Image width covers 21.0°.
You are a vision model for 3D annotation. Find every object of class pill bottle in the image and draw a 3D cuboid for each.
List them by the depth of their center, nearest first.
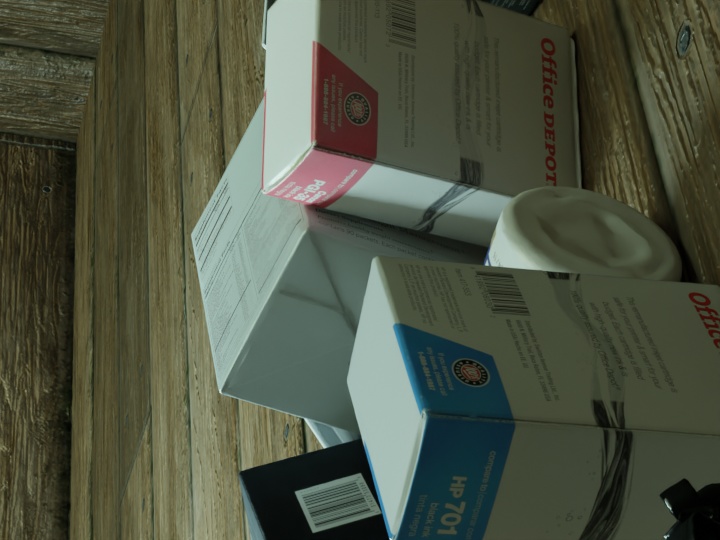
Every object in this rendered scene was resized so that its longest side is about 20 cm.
[{"bbox_3d":[0.109,0.061,1.151,0.111,0.110,0.201,-105,26,-54],"label":"pill bottle"}]

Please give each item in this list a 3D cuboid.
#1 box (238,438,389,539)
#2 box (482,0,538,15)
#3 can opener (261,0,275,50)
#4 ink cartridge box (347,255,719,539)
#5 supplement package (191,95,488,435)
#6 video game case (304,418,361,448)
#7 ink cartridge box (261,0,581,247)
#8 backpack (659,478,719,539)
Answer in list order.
[{"bbox_3d":[0.004,0.248,1.333,0.200,0.123,0.199,-126,23,-69],"label":"box"},{"bbox_3d":[0.098,-0.285,1.399,0.200,0.085,0.165,124,150,-60],"label":"box"},{"bbox_3d":[-0.082,-0.321,2.156,0.067,0.053,0.202,133,142,-64],"label":"can opener"},{"bbox_3d":[0.105,0.069,0.992,0.147,0.198,0.087,-107,27,-57],"label":"ink cartridge box"},{"bbox_3d":[0.000,0.000,1.390,0.148,0.190,0.201,-60,25,26],"label":"supplement package"},{"bbox_3d":[-0.018,0.102,1.517,0.183,0.024,0.200,57,-173,-23],"label":"video game case"},{"bbox_3d":[0.041,-0.107,1.290,0.083,0.198,0.148,-38,45,53],"label":"ink cartridge box"},{"bbox_3d":[0.188,0.191,0.771,0.200,0.125,0.169,-121,29,-65],"label":"backpack"}]
